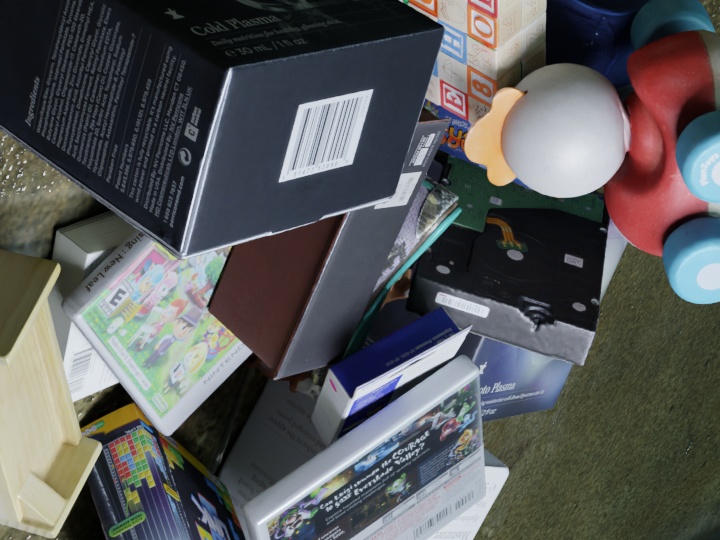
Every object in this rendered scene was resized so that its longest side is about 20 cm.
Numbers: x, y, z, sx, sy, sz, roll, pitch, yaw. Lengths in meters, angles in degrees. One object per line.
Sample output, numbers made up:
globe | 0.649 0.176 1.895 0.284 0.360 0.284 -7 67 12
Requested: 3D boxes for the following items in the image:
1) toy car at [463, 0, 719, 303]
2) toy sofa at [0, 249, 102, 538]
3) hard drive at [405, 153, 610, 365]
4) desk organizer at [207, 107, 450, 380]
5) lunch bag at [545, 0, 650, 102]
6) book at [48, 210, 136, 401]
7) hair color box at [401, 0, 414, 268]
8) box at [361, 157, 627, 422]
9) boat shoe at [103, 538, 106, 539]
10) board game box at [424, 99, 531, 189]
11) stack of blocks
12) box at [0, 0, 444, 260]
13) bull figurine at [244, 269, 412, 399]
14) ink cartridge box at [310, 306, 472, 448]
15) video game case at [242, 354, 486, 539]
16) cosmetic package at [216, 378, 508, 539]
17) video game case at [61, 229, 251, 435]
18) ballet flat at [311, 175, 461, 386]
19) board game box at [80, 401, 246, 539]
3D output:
toy car | 0.171 -0.087 1.486 0.198 0.185 0.178 -3 130 -5
toy sofa | -0.237 0.076 1.320 0.201 0.097 0.083 85 23 -48
hard drive | 0.115 -0.014 1.548 0.201 0.138 0.038 -74 -179 -56
desk organizer | -0.025 -0.034 1.378 0.071 0.077 0.201 -12 134 -50
lunch bag | 0.171 -0.184 1.631 0.199 0.135 0.133 -20 136 -50
book | -0.137 0.010 1.435 0.199 0.048 0.135 -22 139 -46
hair color box | 0.005 -0.104 1.473 0.201 0.064 0.110 75 19 -51
box | 0.115 0.016 1.763 0.199 0.123 0.200 -6 122 -56
boat shoe | -0.177 0.242 1.573 0.200 0.061 0.076 46 36 -73
board game box | 0.135 -0.107 1.651 0.199 0.135 0.035 -6 117 -55
stack of blocks | 0.073 -0.207 1.473 0.058 0.115 0.201 -40 147 -29
box | -0.093 -0.121 1.206 0.199 0.196 0.125 -18 133 -50
bull figurine | -0.005 0.016 1.588 0.200 0.121 0.065 -46 113 -8
ink cartridge box | 0.019 0.075 1.472 0.094 0.037 0.200 -28 170 -14
video game case | 0.008 0.168 1.505 0.199 0.023 0.183 -33 148 -18
cosmetic package | -0.016 0.204 1.695 0.164 0.164 0.201 11 110 -59
video game case | -0.104 0.009 1.418 0.182 0.022 0.200 -45 151 -11
ballet flat | 0.000 0.000 1.460 0.072 0.072 0.201 -22 155 -47
board game box | -0.129 0.210 1.519 0.056 0.166 0.200 -27 151 5
